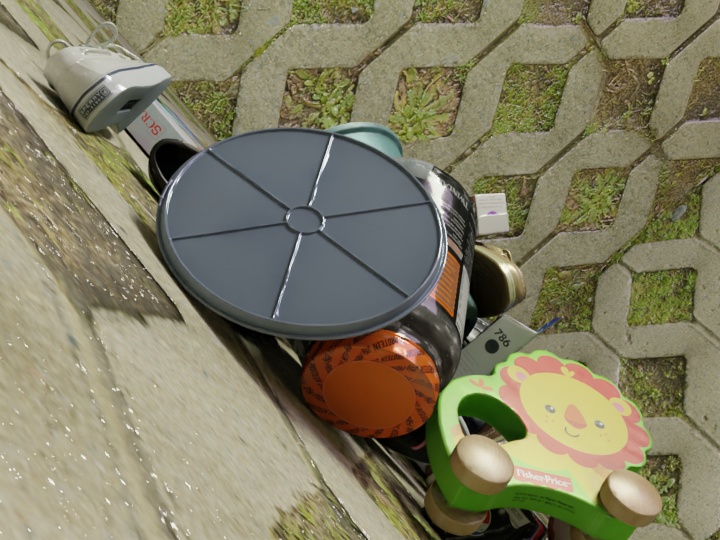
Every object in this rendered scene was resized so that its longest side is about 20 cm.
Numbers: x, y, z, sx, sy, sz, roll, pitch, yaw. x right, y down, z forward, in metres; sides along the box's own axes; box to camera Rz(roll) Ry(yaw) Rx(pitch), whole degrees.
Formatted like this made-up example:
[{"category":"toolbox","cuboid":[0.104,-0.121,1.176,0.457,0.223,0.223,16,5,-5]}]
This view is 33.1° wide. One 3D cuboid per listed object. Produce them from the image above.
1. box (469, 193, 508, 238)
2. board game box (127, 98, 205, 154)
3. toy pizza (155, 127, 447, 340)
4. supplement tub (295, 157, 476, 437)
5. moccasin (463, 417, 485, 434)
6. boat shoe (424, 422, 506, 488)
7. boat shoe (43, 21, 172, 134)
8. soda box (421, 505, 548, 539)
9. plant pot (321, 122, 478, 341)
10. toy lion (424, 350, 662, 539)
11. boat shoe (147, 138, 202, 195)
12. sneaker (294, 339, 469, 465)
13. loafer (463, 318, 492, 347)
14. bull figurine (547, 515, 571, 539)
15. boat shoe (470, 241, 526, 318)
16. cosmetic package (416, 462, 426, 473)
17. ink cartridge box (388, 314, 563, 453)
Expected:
[{"category":"box","cuboid":[0.072,-0.045,1.218,0.200,0.041,0.039,-9,-95,57]},{"category":"board game box","cuboid":[-0.182,-0.112,1.318,0.200,0.041,0.200,49,1,8]},{"category":"toy pizza","cuboid":[-0.040,-0.025,0.833,0.200,0.200,0.032,49,-33,30]},{"category":"supplement tub","cuboid":[0.020,0.018,0.910,0.123,0.122,0.200,48,35,-28]},{"category":"moccasin","cuboid":[0.125,0.137,1.289,0.068,0.080,0.200,45,0,-8]},{"category":"boat shoe","cuboid":[0.144,0.158,1.166,0.075,0.202,0.075,65,-27,26]},{"category":"boat shoe","cuboid":[-0.221,-0.164,1.014,0.086,0.075,0.202,46,11,-4]},{"category":"soda box","cuboid":[0.113,0.216,1.044,0.071,0.063,0.200,49,1,19]},{"category":"plant pot","cuboid":[0.000,0.000,1.139,0.196,0.200,0.200,57,4,25]},{"category":"toy lion","cuboid":[0.145,0.132,0.970,0.199,0.069,0.192,15,35,-16]},{"category":"boat shoe","cuboid":[-0.104,-0.040,1.027,0.200,0.070,0.066,47,-6,4]},{"category":"sneaker","cuboid":[0.030,0.122,1.008,0.200,0.071,0.099,42,6,-26]},{"category":"loafer","cuboid":[0.053,0.051,1.275,0.200,0.068,0.070,26,34,9]},{"category":"bull figurine","cuboid":[0.191,0.240,1.040,0.121,0.065,0.201,49,41,-61]},{"category":"boat shoe","cuboid":[0.115,0.001,1.181,0.200,0.066,0.074,-162,-117,-68]},{"category":"cosmetic package","cuboid":[0.042,0.138,1.271,0.200,0.052,0.151,49,-2,17]},{"category":"ink cartridge box","cuboid":[0.098,0.093,1.135,0.039,0.200,0.099,52,0,6]}]
